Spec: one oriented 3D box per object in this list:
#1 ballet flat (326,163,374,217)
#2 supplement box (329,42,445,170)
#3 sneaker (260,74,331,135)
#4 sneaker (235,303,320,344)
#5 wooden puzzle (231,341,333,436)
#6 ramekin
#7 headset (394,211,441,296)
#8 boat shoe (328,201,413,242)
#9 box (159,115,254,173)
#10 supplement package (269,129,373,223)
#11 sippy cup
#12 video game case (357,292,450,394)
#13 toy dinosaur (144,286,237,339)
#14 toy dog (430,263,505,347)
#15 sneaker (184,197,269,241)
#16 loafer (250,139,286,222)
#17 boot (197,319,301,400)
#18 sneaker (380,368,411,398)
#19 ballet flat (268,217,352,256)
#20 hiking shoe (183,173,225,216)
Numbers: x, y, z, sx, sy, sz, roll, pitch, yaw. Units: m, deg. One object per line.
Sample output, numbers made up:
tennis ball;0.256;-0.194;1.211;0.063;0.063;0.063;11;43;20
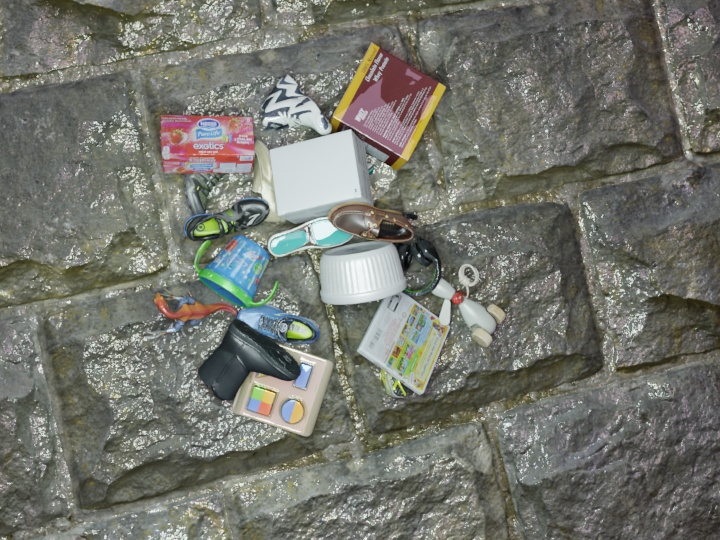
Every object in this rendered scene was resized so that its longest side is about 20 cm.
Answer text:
ballet flat;-0.048;-0.188;1.592;0.069;0.069;0.201;37;87;-5
supplement box;0.057;-0.379;1.575;0.199;0.133;0.198;28;85;-6
sneaker;-0.161;-0.350;1.552;0.129;0.079;0.199;-41;69;4
sneaker;-0.188;0.123;1.546;0.198;0.089;0.079;12;86;-6
wooden puzzle;-0.180;0.273;1.563;0.198;0.046;0.187;19;85;-7
ramekin;0.000;0.000;1.512;0.198;0.200;0.106;-12;101;-8
headset;0.129;-0.040;1.597;0.123;0.094;0.202;-12;88;25
boat shoe;0.028;-0.102;1.475;0.198;0.071;0.071;2;127;-27
box;-0.336;-0.276;1.475;0.198;0.100;0.096;-2;75;-14
supplement package;-0.087;-0.209;1.518;0.198;0.111;0.157;-11;81;14
sippy cup;-0.277;-0.003;1.524;0.178;0.139;0.131;41;72;-30
video game case;0.105;0.159;1.567;0.181;0.023;0.201;36;53;-9
toy dinosaur;-0.381;0.077;1.474;0.198;0.181;0.106;-14;90;-9
toy dog;0.255;0.096;1.616;0.131;0.096;0.201;-29;78;-16
sneaker;-0.297;-0.106;1.508;0.198;0.083;0.071;-17;119;-9
loafer;-0.225;-0.204;1.559;0.068;0.076;0.202;-17;91;-14
boot;-0.252;0.229;1.512;0.199;0.076;0.169;35;107;2
sneaker;0.070;0.203;1.587;0.075;0.076;0.202;8;66;-23
ballet flat;-0.116;-0.081;1.535;0.198;0.069;0.070;-14;90;-7
hiking shoe;-0.351;-0.219;1.542;0.100;0.076;0.202;-2;87;-4
